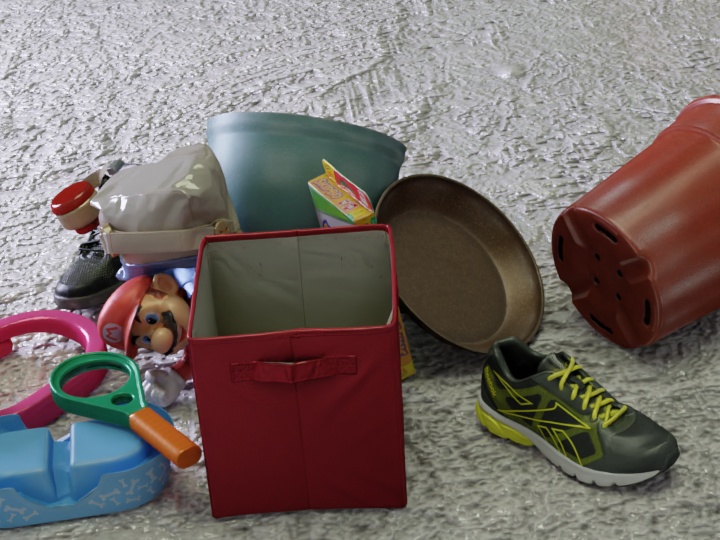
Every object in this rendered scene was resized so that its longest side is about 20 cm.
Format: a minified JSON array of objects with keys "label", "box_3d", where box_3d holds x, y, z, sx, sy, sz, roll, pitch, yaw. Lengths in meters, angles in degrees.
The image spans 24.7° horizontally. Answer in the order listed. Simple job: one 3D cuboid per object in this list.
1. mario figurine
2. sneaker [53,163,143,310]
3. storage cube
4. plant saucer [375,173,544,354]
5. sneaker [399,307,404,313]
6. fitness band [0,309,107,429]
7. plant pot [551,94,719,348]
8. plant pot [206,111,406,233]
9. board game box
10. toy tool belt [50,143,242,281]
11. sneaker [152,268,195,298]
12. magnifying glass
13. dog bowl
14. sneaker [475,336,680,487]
[{"label":"mario figurine","box_3d":[-0.142,0.061,1.509,0.198,0.125,0.106,5,-14,-10]},{"label":"sneaker","box_3d":[-0.263,-0.041,1.721,0.076,0.115,0.199,7,32,29]},{"label":"storage cube","box_3d":[-0.048,0.083,1.399,0.169,0.181,0.200,-4,28,1]},{"label":"plant saucer","box_3d":[0.088,0.000,1.585,0.199,0.037,0.202,21,48,-26]},{"label":"sneaker","box_3d":[0.039,-0.020,1.697,0.078,0.076,0.200,-6,35,-23]},{"label":"fitness band","box_3d":[-0.330,0.100,1.558,0.143,0.038,0.200,16,36,32]},{"label":"plant pot","box_3d":[0.299,-0.035,1.566,0.194,0.202,0.200,-30,37,-24]},{"label":"plant pot","box_3d":[-0.062,-0.066,1.613,0.198,0.136,0.200,8,-7,1]},{"label":"board game box","box_3d":[0.000,0.000,1.518,0.030,0.201,0.095,-24,33,-18]},{"label":"toy tool belt","box_3d":[-0.194,-0.034,1.557,0.199,0.123,0.125,-8,33,36]},{"label":"sneaker","box_3d":[-0.163,0.005,1.644,0.078,0.066,0.200,-22,49,-19]},{"label":"magnifying glass","box_3d":[-0.201,0.120,1.421,0.079,0.023,0.199,-23,32,-31]},{"label":"dog bowl","box_3d":[-0.255,0.168,1.412,0.198,0.050,0.112,-8,29,-5]},{"label":"sneaker","box_3d":[0.178,0.118,1.400,0.199,0.085,0.074,17,36,34]}]
